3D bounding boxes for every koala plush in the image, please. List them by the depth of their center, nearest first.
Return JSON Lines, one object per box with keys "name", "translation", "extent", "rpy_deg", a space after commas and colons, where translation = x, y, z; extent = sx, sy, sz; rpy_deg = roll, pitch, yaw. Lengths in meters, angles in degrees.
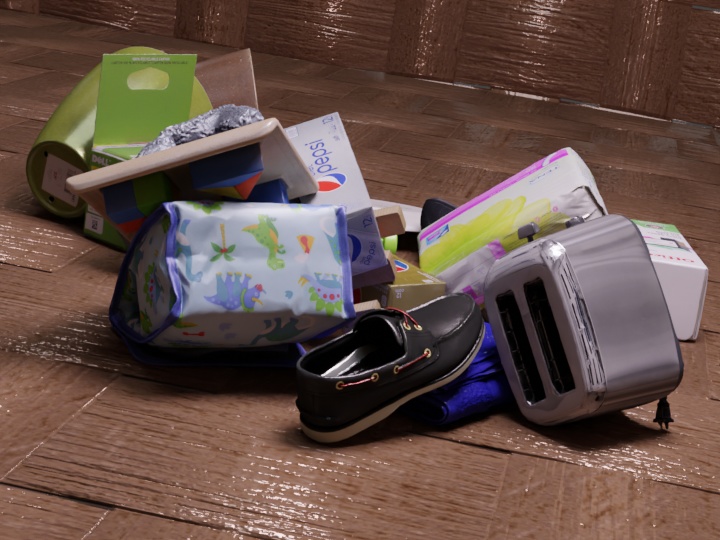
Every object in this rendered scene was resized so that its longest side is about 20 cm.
{"name": "koala plush", "translation": [-0.132, -0.056, 1.537], "extent": [0.183, 0.179, 0.199], "rpy_deg": [-19, 29, -37]}

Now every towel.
{"name": "towel", "translation": [0.076, 0.079, 1.348], "extent": [0.147, 0.050, 0.199], "rpy_deg": [20, 19, 35]}

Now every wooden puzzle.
{"name": "wooden puzzle", "translation": [-0.137, -0.063, 1.317], "extent": [0.183, 0.047, 0.200], "rpy_deg": [-16, -14, 6]}

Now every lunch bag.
{"name": "lunch bag", "translation": [-0.117, 0.020, 1.324], "extent": [0.168, 0.129, 0.200], "rpy_deg": [2, -14, -24]}

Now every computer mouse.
{"name": "computer mouse", "translation": [0.124, -0.030, 1.729], "extent": [0.138, 0.053, 0.199], "rpy_deg": [44, -10, -31]}

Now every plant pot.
{"name": "plant pot", "translation": [-0.295, -0.143, 1.771], "extent": [0.185, 0.189, 0.200], "rpy_deg": [14, 28, 20]}
{"name": "plant pot", "translation": [-0.228, -0.180, 1.951], "extent": [0.197, 0.189, 0.187], "rpy_deg": [-7, 16, -4]}

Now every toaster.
{"name": "toaster", "translation": [0.191, 0.053, 1.305], "extent": [0.128, 0.202, 0.113], "rpy_deg": [-10, -10, -41]}

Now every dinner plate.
{"name": "dinner plate", "translation": [0.023, -0.072, 1.894], "extent": [0.198, 0.025, 0.200], "rpy_deg": [9, 7, -1]}

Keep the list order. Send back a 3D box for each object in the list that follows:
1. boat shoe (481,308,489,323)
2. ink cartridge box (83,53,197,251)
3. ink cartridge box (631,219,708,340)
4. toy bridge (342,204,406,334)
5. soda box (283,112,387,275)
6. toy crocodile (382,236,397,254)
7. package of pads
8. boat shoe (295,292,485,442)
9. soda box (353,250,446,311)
{"name": "boat shoe", "translation": [0.160, 0.038, 1.545], "extent": [0.075, 0.073, 0.200], "rpy_deg": [-11, 12, -9]}
{"name": "ink cartridge box", "translation": [-0.222, -0.133, 1.681], "extent": [0.075, 0.202, 0.147], "rpy_deg": [20, 19, 38]}
{"name": "ink cartridge box", "translation": [0.295, 0.001, 1.695], "extent": [0.143, 0.085, 0.200], "rpy_deg": [8, 15, -1]}
{"name": "toy bridge", "translation": [0.000, 0.000, 1.429], "extent": [0.066, 0.027, 0.201], "rpy_deg": [-12, 28, 15]}
{"name": "soda box", "translation": [-0.027, -0.072, 1.454], "extent": [0.063, 0.069, 0.201], "rpy_deg": [-17, 34, -1]}
{"name": "toy crocodile", "translation": [-0.003, -0.027, 1.703], "extent": [0.067, 0.063, 0.200], "rpy_deg": [5, 10, -10]}
{"name": "package of pads", "translation": [0.153, -0.038, 1.544], "extent": [0.199, 0.069, 0.155], "rpy_deg": [-31, 16, 11]}
{"name": "boat shoe", "translation": [0.029, 0.064, 1.223], "extent": [0.200, 0.064, 0.073], "rpy_deg": [-29, 36, -36]}
{"name": "soda box", "translation": [0.001, 0.014, 1.521], "extent": [0.067, 0.065, 0.200], "rpy_deg": [-3, 18, -31]}
